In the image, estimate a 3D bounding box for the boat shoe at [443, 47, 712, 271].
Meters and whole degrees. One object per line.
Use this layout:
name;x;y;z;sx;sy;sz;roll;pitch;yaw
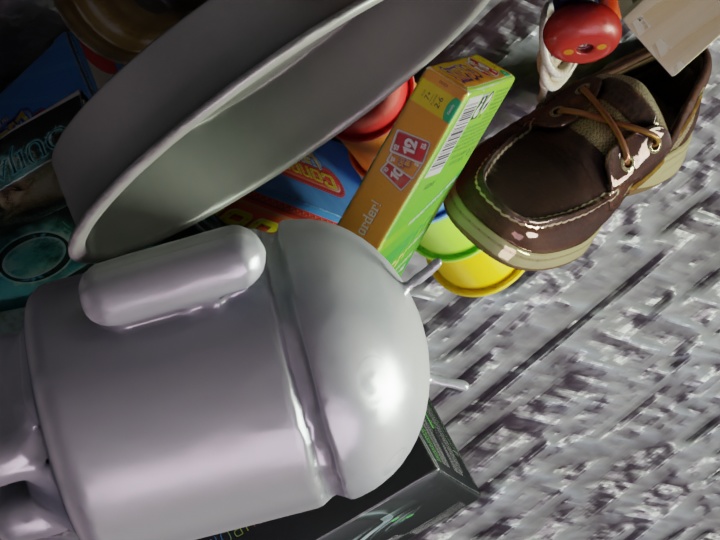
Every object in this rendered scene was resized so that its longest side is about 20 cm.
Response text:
boat shoe;0.109;-0.063;1.229;0.200;0.072;0.072;-28;155;-50

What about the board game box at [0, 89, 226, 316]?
board game box;-0.127;0.006;1.135;0.135;0.028;0.200;-31;150;10

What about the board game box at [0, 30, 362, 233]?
board game box;-0.124;-0.003;1.208;0.196;0.056;0.200;-39;147;24

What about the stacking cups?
stacking cups;0.029;-0.056;1.239;0.060;0.061;0.200;-28;148;6

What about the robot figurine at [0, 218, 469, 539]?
robot figurine;-0.058;0.046;1.039;0.199;0.113;0.170;-14;144;0

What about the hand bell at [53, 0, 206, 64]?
hand bell;-0.024;-0.132;1.062;0.104;0.104;0.199;-44;157;30

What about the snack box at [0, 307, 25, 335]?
snack box;-0.137;0.059;1.144;0.199;0.037;0.116;-13;149;-21

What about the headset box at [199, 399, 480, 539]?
headset box;-0.042;0.114;1.350;0.174;0.093;0.200;-31;168;4

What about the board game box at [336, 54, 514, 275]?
board game box;0.000;0.000;1.138;0.201;0.030;0.096;-63;171;14

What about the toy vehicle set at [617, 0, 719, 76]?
toy vehicle set;0.142;-0.146;0.933;0.124;0.200;0.027;-42;103;16

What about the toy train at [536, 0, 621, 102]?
toy train;0.132;-0.134;1.136;0.115;0.085;0.200;-6;154;1

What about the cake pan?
cake pan;-0.035;-0.073;0.994;0.200;0.037;0.200;-34;174;-4
